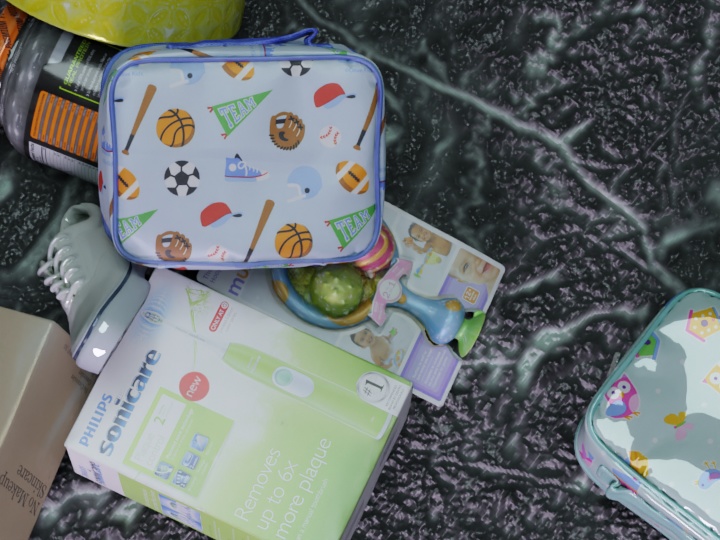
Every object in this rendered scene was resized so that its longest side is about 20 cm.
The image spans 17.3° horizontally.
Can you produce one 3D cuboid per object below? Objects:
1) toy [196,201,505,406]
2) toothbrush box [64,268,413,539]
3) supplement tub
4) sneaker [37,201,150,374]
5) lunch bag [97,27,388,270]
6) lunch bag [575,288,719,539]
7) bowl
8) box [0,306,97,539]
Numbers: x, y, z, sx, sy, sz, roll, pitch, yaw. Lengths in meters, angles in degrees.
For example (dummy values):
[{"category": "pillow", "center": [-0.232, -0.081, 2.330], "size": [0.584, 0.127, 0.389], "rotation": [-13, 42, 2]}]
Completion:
[{"category": "toy", "center": [0.000, 0.000, 1.672], "size": [0.200, 0.047, 0.115], "rotation": [29, 77, -13]}, {"category": "toothbrush box", "center": [-0.083, 0.109, 1.646], "size": [0.200, 0.086, 0.146], "rotation": [25, 74, 8]}, {"category": "supplement tub", "center": [-0.168, -0.118, 1.695], "size": [0.200, 0.123, 0.123], "rotation": [22, 74, 5]}, {"category": "sneaker", "center": [-0.188, 0.011, 1.625], "size": [0.071, 0.200, 0.073], "rotation": [29, 104, -13]}, {"category": "lunch bag", "center": [-0.076, -0.083, 1.593], "size": [0.199, 0.076, 0.161], "rotation": [-2, 99, -10]}, {"category": "lunch bag", "center": [0.253, 0.122, 1.648], "size": [0.200, 0.077, 0.160], "rotation": [38, 77, 9]}, {"category": "bowl", "center": [-0.167, -0.249, 1.686], "size": [0.200, 0.200, 0.108], "rotation": [20, 117, 5]}, {"category": "box", "center": [-0.262, 0.131, 1.623], "size": [0.078, 0.095, 0.200], "rotation": [14, 73, 22]}]
